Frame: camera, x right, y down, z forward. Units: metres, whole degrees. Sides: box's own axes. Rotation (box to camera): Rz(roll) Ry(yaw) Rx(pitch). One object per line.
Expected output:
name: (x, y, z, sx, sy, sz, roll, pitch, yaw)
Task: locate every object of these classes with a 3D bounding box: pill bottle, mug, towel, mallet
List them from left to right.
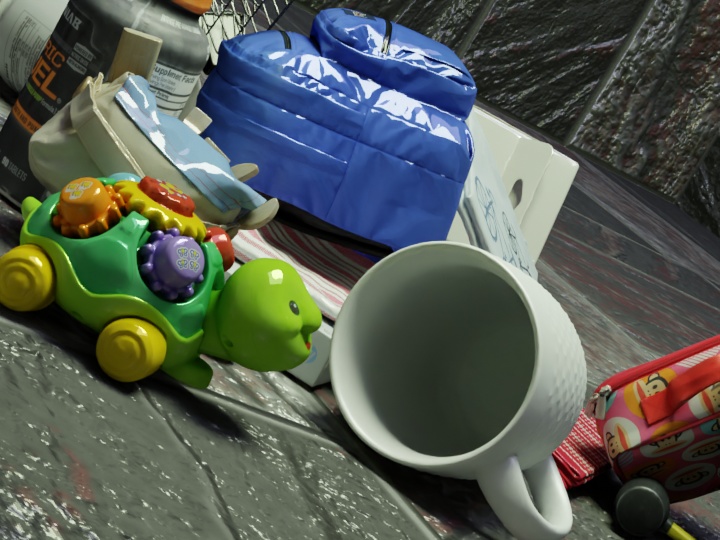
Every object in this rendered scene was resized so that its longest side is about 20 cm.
pill bottle: (-0.233, -0.176, 1.802, 0.200, 0.114, 0.113, 39, 13, 35)
pill bottle: (-0.174, -0.132, 1.511, 0.106, 0.201, 0.106, 29, 13, -7)
towel: (-0.020, -0.001, 1.599, 0.146, 0.030, 0.200, 32, 10, 12)
mug: (0.088, 0.091, 1.452, 0.175, 0.147, 0.201, 25, 40, -66)
towel: (0.138, 0.111, 1.706, 0.145, 0.023, 0.200, 45, 13, 13)
mallet: (0.273, 0.222, 1.619, 0.200, 0.041, 0.066, 36, 8, 0)

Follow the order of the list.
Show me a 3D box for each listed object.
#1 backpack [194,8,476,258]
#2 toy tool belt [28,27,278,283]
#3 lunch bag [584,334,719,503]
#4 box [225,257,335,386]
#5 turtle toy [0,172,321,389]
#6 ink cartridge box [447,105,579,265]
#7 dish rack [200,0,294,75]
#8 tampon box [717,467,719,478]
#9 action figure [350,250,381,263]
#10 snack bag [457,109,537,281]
backpack: (-0.024, -0.112, 1.620, 0.199, 0.169, 0.163, 17, 5, -10)
toy tool belt: (-0.115, -0.055, 1.429, 0.200, 0.123, 0.125, 42, -7, -7)
lunch bag: (0.278, 0.103, 1.659, 0.176, 0.199, 0.082, 49, 20, -62)
box: (-0.058, 0.021, 1.583, 0.155, 0.041, 0.200, 33, 9, 12)
turtle toy: (-0.119, 0.006, 1.307, 0.199, 0.101, 0.146, 32, 10, 6)
ink cartridge box: (0.098, -0.063, 1.986, 0.125, 0.129, 0.200, 28, -13, -13)
dish rack: (-0.125, -0.206, 1.633, 0.153, 0.200, 0.055, -4, 69, -28)
tampon box: (0.391, 0.160, 1.616, 0.127, 0.200, 0.150, 57, 5, 26)
action figure: (0.000, 0.000, 1.733, 0.199, 0.066, 0.052, 28, 27, 22)
snack bag: (0.108, -0.025, 1.727, 0.200, 0.021, 0.189, -86, 156, -61)
